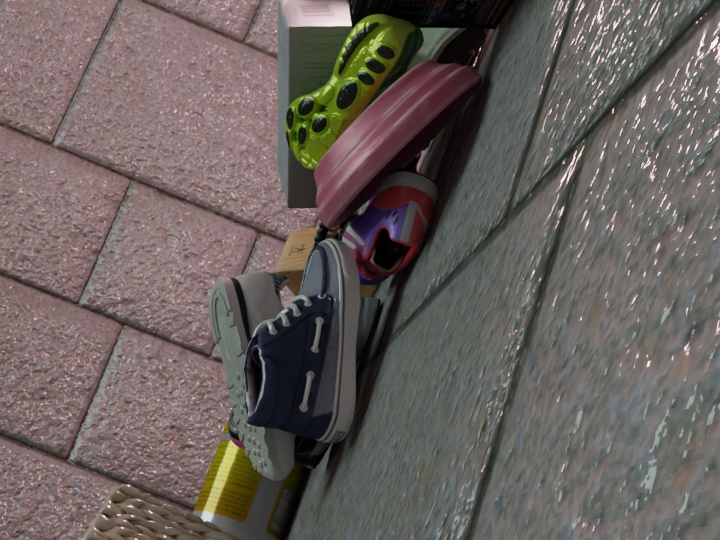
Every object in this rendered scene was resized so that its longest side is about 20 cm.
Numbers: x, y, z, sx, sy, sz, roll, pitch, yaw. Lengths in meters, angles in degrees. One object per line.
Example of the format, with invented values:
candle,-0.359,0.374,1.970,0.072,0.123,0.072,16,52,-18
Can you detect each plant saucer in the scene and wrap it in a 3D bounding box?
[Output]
plant saucer,0.026,-0.124,1.063,0.200,0.051,0.201,-43,-1,-1

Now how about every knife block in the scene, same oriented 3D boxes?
knife block,0.000,0.000,1.323,0.200,0.174,0.064,52,-133,-41

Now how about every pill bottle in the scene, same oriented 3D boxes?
pill bottle,-0.125,0.251,1.267,0.104,0.103,0.202,122,169,-66

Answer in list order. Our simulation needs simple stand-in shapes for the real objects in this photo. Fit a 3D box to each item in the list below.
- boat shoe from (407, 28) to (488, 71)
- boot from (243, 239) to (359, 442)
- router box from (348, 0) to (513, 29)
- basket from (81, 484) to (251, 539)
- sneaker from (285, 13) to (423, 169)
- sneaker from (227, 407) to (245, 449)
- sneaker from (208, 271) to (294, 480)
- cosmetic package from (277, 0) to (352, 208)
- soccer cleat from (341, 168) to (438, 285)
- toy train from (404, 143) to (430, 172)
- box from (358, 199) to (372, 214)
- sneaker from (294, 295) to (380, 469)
boat shoe,0.087,-0.230,1.173,0.202,0.060,0.072,-53,47,1
boot,-0.055,0.052,1.033,0.073,0.089,0.202,-47,37,47
router box,0.078,-0.288,1.017,0.200,0.148,0.063,125,141,-69
basket,-0.171,0.323,0.951,0.161,0.196,0.201,-68,2,-55
sneaker,-0.004,-0.166,1.111,0.083,0.075,0.200,-15,-21,-45
sneaker,-0.080,0.098,1.228,0.200,0.073,0.088,-49,-40,-22
sneaker,-0.083,0.096,1.083,0.076,0.080,0.202,-34,65,56
cosmetic package,-0.047,-0.178,1.221,0.113,0.080,0.202,-107,16,-59
soccer cleat,0.019,-0.021,1.092,0.200,0.067,0.074,125,162,-62
toy train,0.075,-0.170,1.302,0.201,0.034,0.046,-65,-5,34
box,0.029,-0.106,1.496,0.200,0.039,0.138,176,114,-85
sneaker,-0.048,0.103,1.149,0.081,0.085,0.201,115,174,-50
